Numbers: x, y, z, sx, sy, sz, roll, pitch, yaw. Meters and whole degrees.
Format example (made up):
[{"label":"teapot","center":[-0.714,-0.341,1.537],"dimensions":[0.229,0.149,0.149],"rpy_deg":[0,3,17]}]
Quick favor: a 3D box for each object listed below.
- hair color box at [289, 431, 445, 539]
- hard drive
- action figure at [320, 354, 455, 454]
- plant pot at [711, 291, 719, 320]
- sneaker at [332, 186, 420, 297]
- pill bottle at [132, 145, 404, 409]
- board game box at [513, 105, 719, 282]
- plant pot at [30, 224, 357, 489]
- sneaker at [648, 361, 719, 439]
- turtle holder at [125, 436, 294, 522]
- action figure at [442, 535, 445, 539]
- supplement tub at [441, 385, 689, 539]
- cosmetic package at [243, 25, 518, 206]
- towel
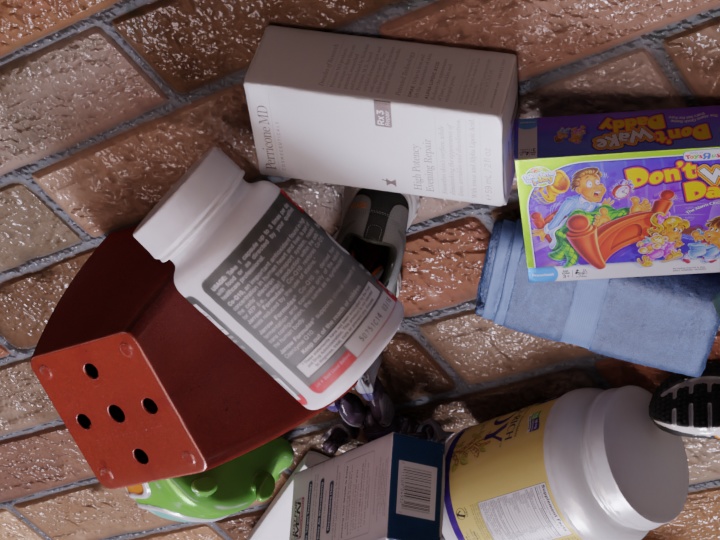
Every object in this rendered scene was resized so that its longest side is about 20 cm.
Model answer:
[{"label":"hair color box","center":[0.003,0.224,1.593],"dimensions":[0.060,0.101,0.200],"rpy_deg":[15,156,-26]},{"label":"hard drive","center":[-0.031,0.269,1.807],"dimensions":[0.131,0.027,0.200],"rpy_deg":[24,140,-8]},{"label":"action figure","center":[0.010,0.138,1.605],"dimensions":[0.129,0.070,0.200],"rpy_deg":[-12,136,26]},{"label":"plant pot","center":[0.393,0.030,1.247],"dimensions":[0.141,0.142,0.200],"rpy_deg":[17,132,-34]},{"label":"sneaker","center":[0.000,0.000,1.435],"dimensions":[0.073,0.080,0.201],"rpy_deg":[14,143,2]},{"label":"pill bottle","center":[-0.072,0.004,1.336],"dimensions":[0.200,0.114,0.114],"rpy_deg":[43,137,-9]},{"label":"board game box","center":[0.219,-0.057,1.278],"dimensions":[0.198,0.045,0.135],"rpy_deg":[-3,137,10]},{"label":"plant pot","center":[-0.158,0.077,1.455],"dimensions":[0.199,0.176,0.201],"rpy_deg":[-15,110,40]},{"label":"sneaker","center":[0.344,0.124,1.450],"dimensions":[0.199,0.074,0.080],"rpy_deg":[-3,139,26]},{"label":"turtle holder","center":[-0.155,0.174,1.675],"dimensions":[0.131,0.185,0.142],"rpy_deg":[-28,91,42]},{"label":"action figure","center":[0.057,0.315,1.738],"dimensions":[0.199,0.105,0.193],"rpy_deg":[-18,145,24]},{"label":"supplement tub","center":[0.179,0.189,1.534],"dimensions":[0.199,0.146,0.145],"rpy_deg":[-25,125,40]},{"label":"cosmetic package","center":[0.018,-0.117,1.294],"dimensions":[0.198,0.074,0.102],"rpy_deg":[7,140,13]},{"label":"towel","center":[0.197,0.018,1.400],"dimensions":[0.199,0.049,0.112],"rpy_deg":[16,137,5]}]
